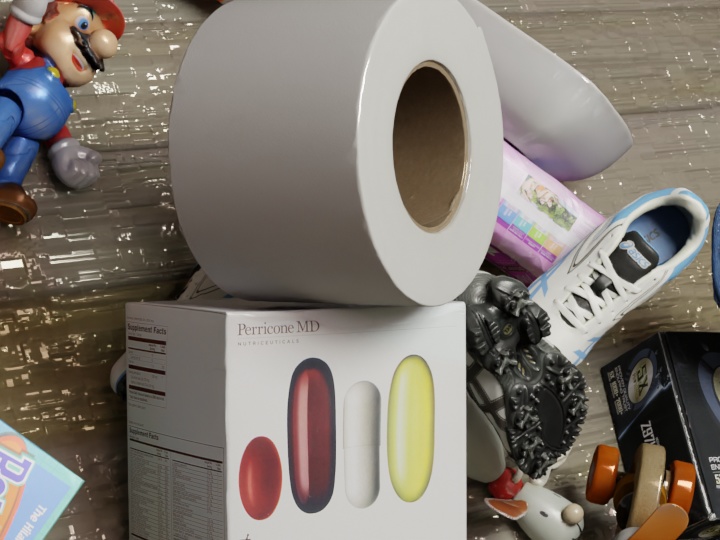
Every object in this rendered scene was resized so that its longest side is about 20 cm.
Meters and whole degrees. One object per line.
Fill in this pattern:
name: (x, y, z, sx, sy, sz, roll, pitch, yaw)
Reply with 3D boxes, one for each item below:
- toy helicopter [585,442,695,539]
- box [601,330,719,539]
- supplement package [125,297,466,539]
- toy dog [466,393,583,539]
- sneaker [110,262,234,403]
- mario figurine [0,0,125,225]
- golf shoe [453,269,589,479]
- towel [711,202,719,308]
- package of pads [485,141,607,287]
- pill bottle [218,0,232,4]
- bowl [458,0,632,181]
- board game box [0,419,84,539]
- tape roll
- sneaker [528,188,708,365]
toy helicopter: (0.204, 0.231, 1.328, 0.079, 0.132, 0.200, 12, 89, 2)
box: (0.323, 0.142, 1.482, 0.200, 0.086, 0.164, 3, 64, -31)
supplement package: (-0.043, 0.119, 1.184, 0.191, 0.147, 0.200, -3, 93, -33)
toy dog: (0.104, 0.130, 1.343, 0.200, 0.096, 0.132, 24, 60, -19)
sneaker: (-0.115, 0.031, 1.283, 0.072, 0.072, 0.200, 40, 50, 16)
mario figurine: (-0.221, -0.135, 1.268, 0.106, 0.123, 0.200, 23, 59, -5)
golf shoe: (0.102, 0.067, 1.268, 0.078, 0.094, 0.200, -39, 132, -19)
towel: (0.335, 0.031, 1.414, 0.200, 0.048, 0.112, 44, 40, -41)
package of pads: (0.119, -0.049, 1.428, 0.200, 0.120, 0.076, 35, 85, -13)
pill bottle: (-0.152, -0.309, 1.401, 0.200, 0.113, 0.113, 32, 53, -14)
bowl: (0.120, -0.149, 1.447, 0.200, 0.075, 0.200, 39, 4, 21)
board game box: (-0.299, 0.137, 1.102, 0.200, 0.045, 0.152, 38, 66, -10)
tape roll: (-0.012, -0.078, 1.123, 0.203, 0.139, 0.203, -1, 91, -61)
sneaker: (0.185, 0.007, 1.335, 0.200, 0.072, 0.072, -42, 81, -12)
